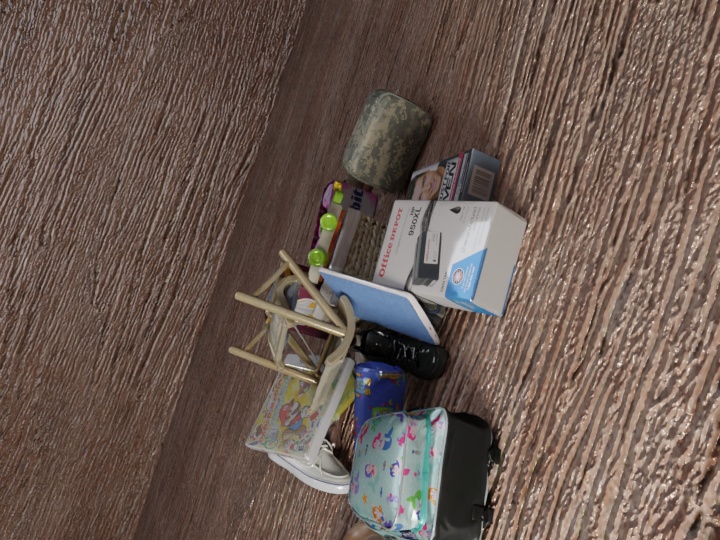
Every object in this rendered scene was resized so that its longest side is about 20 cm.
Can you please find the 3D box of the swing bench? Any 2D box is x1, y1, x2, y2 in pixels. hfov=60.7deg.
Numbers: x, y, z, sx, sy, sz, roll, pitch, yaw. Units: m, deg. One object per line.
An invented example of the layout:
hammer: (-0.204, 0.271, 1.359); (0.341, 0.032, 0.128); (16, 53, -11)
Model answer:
swing bench: (-0.107, 0.110, 1.052); (0.130, 0.199, 0.199); (-48, -12, -37)

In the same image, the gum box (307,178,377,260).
gum box: (-0.041, -0.092, 1.405); (0.066, 0.113, 0.201); (-25, 51, 61)

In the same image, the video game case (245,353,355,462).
video game case: (-0.115, 0.251, 1.158); (0.181, 0.023, 0.201); (-4, 52, 43)

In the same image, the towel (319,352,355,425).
towel: (-0.073, 0.245, 1.205); (0.200, 0.023, 0.144); (-53, 40, 21)

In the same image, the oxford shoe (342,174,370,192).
oxford shoe: (-0.048, -0.183, 1.545); (0.200, 0.074, 0.071); (-45, 35, 49)

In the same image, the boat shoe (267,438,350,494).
boat shoe: (-0.088, 0.334, 1.137); (0.201, 0.074, 0.087); (17, 101, 39)

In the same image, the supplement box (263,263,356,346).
supplement box: (-0.088, 0.070, 1.270); (0.111, 0.199, 0.086); (-60, 25, 25)

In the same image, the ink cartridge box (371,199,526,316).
ink cartridge box: (0.126, -0.024, 0.914); (0.199, 0.084, 0.146); (8, 79, 48)

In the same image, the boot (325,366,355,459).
boot: (-0.072, 0.268, 1.258); (0.186, 0.064, 0.201); (5, 80, 54)

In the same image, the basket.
basket: (0.000, 0.000, 1.153); (0.201, 0.123, 0.136); (-77, 7, -51)

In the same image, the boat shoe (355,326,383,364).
boat shoe: (0.022, 0.183, 1.110); (0.201, 0.072, 0.069); (-109, 21, -47)

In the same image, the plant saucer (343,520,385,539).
plant saucer: (0.008, 0.489, 0.936); (0.200, 0.032, 0.201); (-51, 29, 43)

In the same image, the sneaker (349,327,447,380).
sneaker: (0.052, 0.134, 1.017); (0.200, 0.104, 0.060); (-2, 70, 67)

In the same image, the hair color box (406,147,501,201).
hair color box: (0.150, -0.133, 1.055); (0.200, 0.060, 0.100); (-8, 66, 67)

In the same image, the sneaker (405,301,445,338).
sneaker: (0.088, 0.026, 1.067); (0.087, 0.074, 0.201); (123, 155, -43)

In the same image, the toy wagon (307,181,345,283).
toy wagon: (-0.063, -0.073, 1.185); (0.155, 0.039, 0.201); (148, 141, -85)

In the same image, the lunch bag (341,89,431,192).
lunch bag: (0.045, -0.285, 1.320); (0.201, 0.139, 0.168); (-66, 23, 11)

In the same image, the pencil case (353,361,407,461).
pencil case: (0.032, 0.242, 0.956); (0.078, 0.086, 0.201); (3, -93, -88)

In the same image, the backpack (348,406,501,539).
backpack: (0.070, 0.273, 0.823); (0.200, 0.150, 0.179); (146, 136, -64)

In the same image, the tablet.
tablet: (0.028, 0.055, 0.983); (0.199, 0.130, 0.014); (16, 60, 42)
